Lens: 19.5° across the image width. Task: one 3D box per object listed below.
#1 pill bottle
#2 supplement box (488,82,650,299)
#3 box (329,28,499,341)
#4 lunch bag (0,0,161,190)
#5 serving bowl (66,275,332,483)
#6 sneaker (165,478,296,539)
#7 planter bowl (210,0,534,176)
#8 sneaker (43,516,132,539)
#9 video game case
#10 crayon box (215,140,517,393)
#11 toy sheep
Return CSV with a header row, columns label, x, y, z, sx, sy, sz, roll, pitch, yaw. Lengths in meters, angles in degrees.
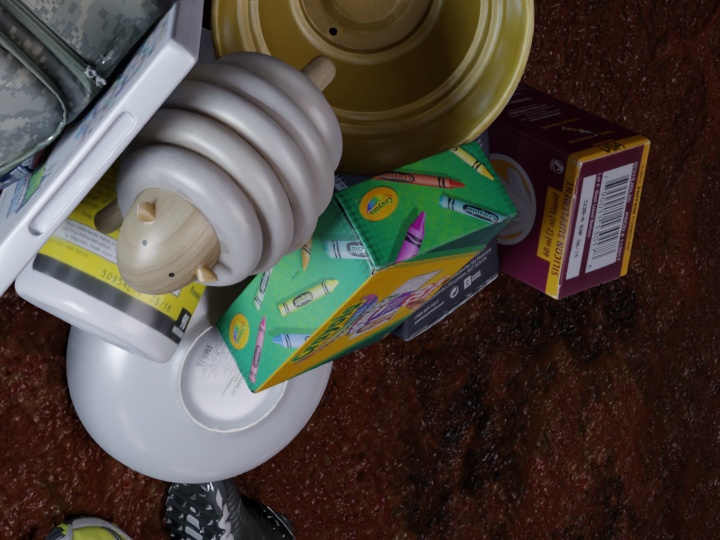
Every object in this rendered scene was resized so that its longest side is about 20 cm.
label,x,y,z,sx,sy,sz,roll,pitch,yaw
pill bottle,-0.131,-0.053,1.351,0.114,0.114,0.201,35,78,-53
supplement box,0.106,-0.073,1.553,0.085,0.199,0.111,-17,124,-42
box,0.007,-0.077,1.479,0.104,0.147,0.201,-34,135,-32
lunch bag,-0.232,-0.150,1.170,0.168,0.139,0.200,-48,143,-2
serving bowl,-0.100,0.061,1.452,0.198,0.066,0.202,-9,112,-25
sneaker,-0.093,0.201,1.600,0.090,0.066,0.201,-41,142,-30
planter bowl,0.006,-0.168,1.316,0.198,0.084,0.202,-1,115,-2
sneaker,-0.165,0.238,1.525,0.076,0.076,0.200,-58,142,-3
video game case,-0.157,-0.085,1.230,0.024,0.200,0.182,38,103,-14
crayon box,0.000,0.000,1.347,0.118,0.059,0.200,-22,167,-33
toy sheep,-0.077,-0.061,1.229,0.201,0.137,0.138,-56,145,-32
